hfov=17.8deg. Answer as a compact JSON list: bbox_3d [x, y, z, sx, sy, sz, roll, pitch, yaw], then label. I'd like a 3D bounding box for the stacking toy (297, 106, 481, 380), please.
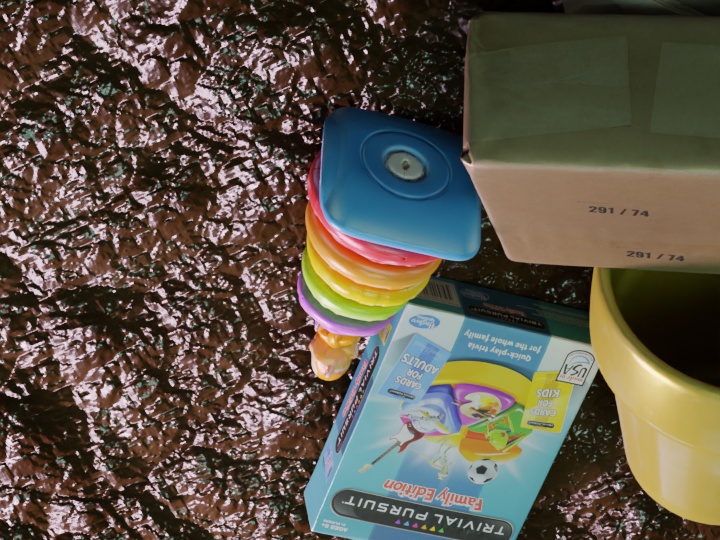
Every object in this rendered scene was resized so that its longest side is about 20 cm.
[{"bbox_3d":[0.000,0.000,1.510,0.109,0.117,0.201,13,134,-10],"label":"stacking toy"}]

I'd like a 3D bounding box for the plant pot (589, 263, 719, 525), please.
[{"bbox_3d":[0.249,0.064,1.536,0.199,0.202,0.190,-7,140,-5],"label":"plant pot"}]

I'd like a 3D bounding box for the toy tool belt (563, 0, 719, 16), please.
[{"bbox_3d":[0.222,-0.199,1.391,0.198,0.125,0.124,6,130,-14],"label":"toy tool belt"}]

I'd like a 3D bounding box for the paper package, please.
[{"bbox_3d":[0.174,-0.074,1.397,0.198,0.104,0.191,2,162,13],"label":"paper package"}]

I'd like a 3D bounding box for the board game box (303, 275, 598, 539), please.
[{"bbox_3d":[0.064,0.107,1.609,0.150,0.047,0.201,13,120,-17],"label":"board game box"}]
